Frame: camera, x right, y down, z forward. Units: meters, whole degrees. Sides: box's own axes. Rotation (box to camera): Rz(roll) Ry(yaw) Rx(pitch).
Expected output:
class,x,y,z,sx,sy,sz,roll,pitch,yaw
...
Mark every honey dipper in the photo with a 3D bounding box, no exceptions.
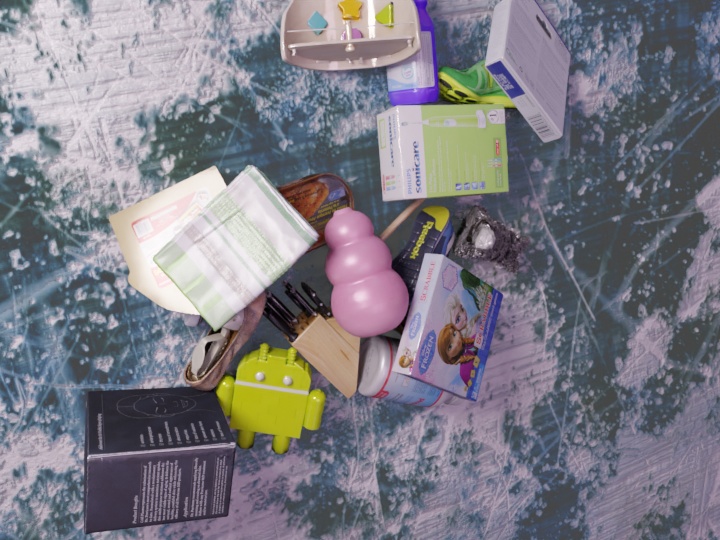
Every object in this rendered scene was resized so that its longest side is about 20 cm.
class,x,y,z,sx,sy,sz,roll,pitch,yaw
honey dipper,0.069,-0.089,1.121,0.200,0.038,0.038,-47,117,-10

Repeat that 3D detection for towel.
class,x,y,z,sx,sy,sz,roll,pitch,yaw
towel,-0.177,-0.033,0.917,0.200,0.031,0.149,-43,83,-2

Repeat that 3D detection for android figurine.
class,x,y,z,sx,sy,sz,roll,pitch,yaw
android figurine,-0.149,0.211,1.078,0.181,0.041,0.201,11,111,-6

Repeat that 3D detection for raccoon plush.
class,x,y,z,sx,sy,sz,roll,pitch,yaw
raccoon plush,0.239,-0.032,1.123,0.134,0.200,0.097,26,111,-7

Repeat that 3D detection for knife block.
class,x,y,z,sx,sy,sz,roll,pitch,yaw
knife block,-0.090,0.118,1.092,0.175,0.064,0.201,-2,106,-22

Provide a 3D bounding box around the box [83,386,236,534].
class,x,y,z,sx,sy,sz,roll,pitch,yaw
box,-0.305,0.269,0.966,0.196,0.200,0.125,3,104,-23

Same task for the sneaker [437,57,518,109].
class,x,y,z,sx,sy,sz,roll,pitch,yaw
sneaker,0.199,-0.320,1.091,0.199,0.074,0.084,-1,97,-34

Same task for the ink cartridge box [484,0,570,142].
class,x,y,z,sx,sy,sz,roll,pitch,yaw
ink cartridge box,0.286,-0.353,1.092,0.199,0.040,0.201,38,55,-35

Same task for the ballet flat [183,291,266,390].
class,x,y,z,sx,sy,sz,roll,pitch,yaw
ballet flat,-0.216,0.102,1.025,0.067,0.068,0.201,25,93,-57

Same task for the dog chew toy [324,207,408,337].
class,x,y,z,sx,sy,sz,roll,pitch,yaw
dog chew toy,0.000,0.000,1.020,0.124,0.124,0.201,-19,96,-17

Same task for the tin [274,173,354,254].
class,x,y,z,sx,sy,sz,roll,pitch,yaw
tin,-0.096,-0.083,1.020,0.199,0.042,0.113,-25,110,-34

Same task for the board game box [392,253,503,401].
class,x,y,z,sx,sy,sz,roll,pitch,yaw
board game box,0.153,0.100,1.089,0.199,0.041,0.201,27,74,-43

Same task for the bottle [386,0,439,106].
class,x,y,z,sx,sy,sz,roll,pitch,yaw
bottle,0.076,-0.361,1.015,0.065,0.083,0.201,-18,108,-39

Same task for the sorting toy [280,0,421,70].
class,x,y,z,sx,sy,sz,roll,pitch,yaw
sorting toy,-0.016,-0.397,0.956,0.199,0.107,0.181,-3,94,3

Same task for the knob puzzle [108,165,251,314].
class,x,y,z,sx,sy,sz,roll,pitch,yaw
knob puzzle,-0.245,-0.025,0.949,0.218,0.030,0.221,0,84,2

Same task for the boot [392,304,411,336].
class,x,y,z,sx,sy,sz,roll,pitch,yaw
boot,0.056,0.069,1.133,0.200,0.075,0.074,33,88,-26

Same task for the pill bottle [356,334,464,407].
class,x,y,z,sx,sy,sz,roll,pitch,yaw
pill bottle,0.096,0.185,1.165,0.199,0.109,0.109,16,98,-25

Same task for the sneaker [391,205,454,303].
class,x,y,z,sx,sy,sz,roll,pitch,yaw
sneaker,0.106,-0.011,1.117,0.200,0.074,0.082,-57,145,-14

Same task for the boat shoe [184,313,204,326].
class,x,y,z,sx,sy,sz,roll,pitch,yaw
boat shoe,-0.212,-0.002,1.007,0.068,0.072,0.201,21,88,-25

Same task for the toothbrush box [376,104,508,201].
class,x,y,z,sx,sy,sz,roll,pitch,yaw
toothbrush box,0.137,-0.194,1.075,0.199,0.086,0.146,-7,95,-23
